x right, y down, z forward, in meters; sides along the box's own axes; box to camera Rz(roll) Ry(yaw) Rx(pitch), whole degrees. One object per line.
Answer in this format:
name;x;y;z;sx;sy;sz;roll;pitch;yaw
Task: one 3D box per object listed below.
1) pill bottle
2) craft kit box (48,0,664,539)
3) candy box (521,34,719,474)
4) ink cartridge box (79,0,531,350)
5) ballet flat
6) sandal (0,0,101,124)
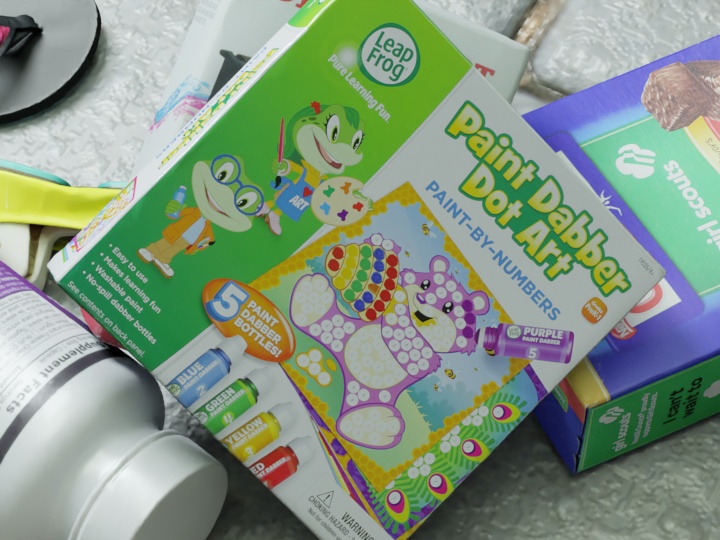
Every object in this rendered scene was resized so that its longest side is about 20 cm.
pill bottle;-0.162;0.068;1.209;0.200;0.112;0.111;35;63;20
craft kit box;0.000;0.000;1.155;0.200;0.049;0.198;45;86;-15
candy box;0.155;-0.015;1.283;0.199;0.077;0.169;-23;59;-13
ink cartridge box;-0.028;-0.043;1.215;0.145;0.083;0.201;21;95;-12
ballet flat;-0.143;-0.018;1.299;0.199;0.067;0.067;7;78;3
sandal;-0.231;-0.108;1.364;0.199;0.045;0.075;-17;58;-11
